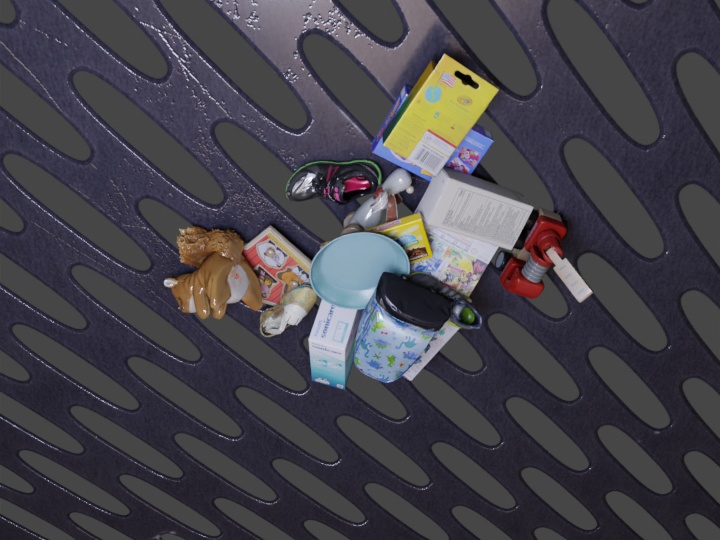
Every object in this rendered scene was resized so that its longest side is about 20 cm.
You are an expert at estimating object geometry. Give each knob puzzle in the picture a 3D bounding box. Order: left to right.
[{"bbox_3d":[-0.193,0.016,1.572,0.215,0.031,0.222,9,131,11],"label":"knob puzzle"}]

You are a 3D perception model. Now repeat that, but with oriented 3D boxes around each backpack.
[{"bbox_3d":[0.064,0.123,1.424,0.161,0.156,0.200,25,143,-13],"label":"backpack"}]

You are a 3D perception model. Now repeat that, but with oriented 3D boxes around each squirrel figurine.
[{"bbox_3d":[-0.329,0.005,1.541,0.184,0.141,0.204,-7,89,37],"label":"squirrel figurine"}]

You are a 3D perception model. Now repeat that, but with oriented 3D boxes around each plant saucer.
[{"bbox_3d":[-0.003,-0.007,1.404,0.196,0.036,0.202,-3,132,-4],"label":"plant saucer"}]

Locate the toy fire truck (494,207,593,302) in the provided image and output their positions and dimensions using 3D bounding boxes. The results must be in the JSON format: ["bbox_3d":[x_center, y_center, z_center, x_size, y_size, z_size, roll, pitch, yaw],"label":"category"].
[{"bbox_3d":[0.378,-0.002,1.477,0.127,0.201,0.178,17,124,-12],"label":"toy fire truck"}]

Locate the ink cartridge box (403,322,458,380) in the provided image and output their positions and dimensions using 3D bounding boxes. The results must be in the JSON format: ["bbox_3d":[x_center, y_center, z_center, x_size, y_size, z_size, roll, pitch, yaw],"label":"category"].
[{"bbox_3d":[0.099,0.141,1.560,0.136,0.076,0.201,39,97,-24],"label":"ink cartridge box"}]

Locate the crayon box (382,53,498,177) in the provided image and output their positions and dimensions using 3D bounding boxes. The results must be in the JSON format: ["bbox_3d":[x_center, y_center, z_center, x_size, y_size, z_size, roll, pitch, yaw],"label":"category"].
[{"bbox_3d":[0.143,-0.286,1.313,0.126,0.051,0.201,27,121,-18],"label":"crayon box"}]

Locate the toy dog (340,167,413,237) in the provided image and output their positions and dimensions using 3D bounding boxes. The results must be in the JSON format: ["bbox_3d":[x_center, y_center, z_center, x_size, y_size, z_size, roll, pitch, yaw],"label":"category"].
[{"bbox_3d":[0.043,-0.106,1.458,0.096,0.133,0.199,39,138,-14],"label":"toy dog"}]

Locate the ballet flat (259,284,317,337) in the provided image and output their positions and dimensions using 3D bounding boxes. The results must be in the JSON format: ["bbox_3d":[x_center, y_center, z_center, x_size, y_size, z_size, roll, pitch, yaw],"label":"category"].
[{"bbox_3d":[-0.161,0.098,1.586,0.070,0.071,0.199,35,139,-22],"label":"ballet flat"}]

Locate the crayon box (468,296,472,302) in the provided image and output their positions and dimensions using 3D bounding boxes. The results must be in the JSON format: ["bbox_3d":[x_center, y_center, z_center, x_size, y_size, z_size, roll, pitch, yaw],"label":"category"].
[{"bbox_3d":[0.137,0.028,1.592,0.125,0.052,0.200,-36,119,23],"label":"crayon box"}]

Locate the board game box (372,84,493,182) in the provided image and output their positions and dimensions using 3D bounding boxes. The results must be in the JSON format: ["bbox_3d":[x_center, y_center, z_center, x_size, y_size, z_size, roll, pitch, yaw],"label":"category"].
[{"bbox_3d":[0.139,-0.250,1.398,0.197,0.045,0.135,24,122,-16],"label":"board game box"}]

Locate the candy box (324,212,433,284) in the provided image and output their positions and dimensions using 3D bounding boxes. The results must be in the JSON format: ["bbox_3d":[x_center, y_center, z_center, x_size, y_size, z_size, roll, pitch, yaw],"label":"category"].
[{"bbox_3d":[0.037,-0.041,1.422,0.197,0.027,0.103,-17,128,8],"label":"candy box"}]

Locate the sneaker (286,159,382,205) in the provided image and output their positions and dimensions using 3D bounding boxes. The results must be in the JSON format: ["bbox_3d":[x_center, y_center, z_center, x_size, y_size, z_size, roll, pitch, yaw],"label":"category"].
[{"bbox_3d":[-0.055,-0.172,1.430,0.196,0.084,0.078,-10,125,7],"label":"sneaker"}]

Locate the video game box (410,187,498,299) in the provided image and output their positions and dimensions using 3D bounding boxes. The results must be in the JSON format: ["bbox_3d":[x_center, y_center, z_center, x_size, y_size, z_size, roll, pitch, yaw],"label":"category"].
[{"bbox_3d":[0.180,-0.047,1.501,0.198,0.047,0.184,25,100,-23],"label":"video game box"}]

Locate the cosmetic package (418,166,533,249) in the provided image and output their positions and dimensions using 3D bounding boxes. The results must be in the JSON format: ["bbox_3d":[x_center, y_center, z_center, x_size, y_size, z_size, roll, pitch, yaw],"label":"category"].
[{"bbox_3d":[0.226,-0.123,1.414,0.197,0.071,0.106,17,115,-21],"label":"cosmetic package"}]

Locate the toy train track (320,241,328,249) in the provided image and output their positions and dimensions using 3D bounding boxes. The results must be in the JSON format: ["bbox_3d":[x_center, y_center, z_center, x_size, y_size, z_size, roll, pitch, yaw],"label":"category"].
[{"bbox_3d":[0.000,0.000,1.500,0.198,0.033,0.114,28,159,-24],"label":"toy train track"}]

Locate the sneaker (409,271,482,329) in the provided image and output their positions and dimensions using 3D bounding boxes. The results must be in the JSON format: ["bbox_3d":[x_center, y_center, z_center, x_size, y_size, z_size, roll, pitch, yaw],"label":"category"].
[{"bbox_3d":[0.173,0.063,1.467,0.198,0.081,0.075,26,86,-25],"label":"sneaker"}]

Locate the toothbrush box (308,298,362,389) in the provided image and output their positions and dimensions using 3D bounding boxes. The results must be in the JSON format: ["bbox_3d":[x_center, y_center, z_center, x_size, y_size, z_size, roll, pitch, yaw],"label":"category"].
[{"bbox_3d":[-0.052,0.145,1.573,0.084,0.148,0.201,13,147,8],"label":"toothbrush box"}]
